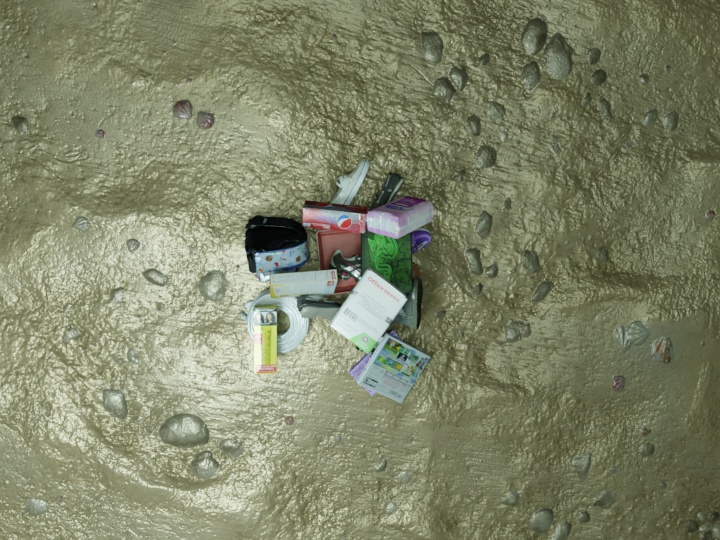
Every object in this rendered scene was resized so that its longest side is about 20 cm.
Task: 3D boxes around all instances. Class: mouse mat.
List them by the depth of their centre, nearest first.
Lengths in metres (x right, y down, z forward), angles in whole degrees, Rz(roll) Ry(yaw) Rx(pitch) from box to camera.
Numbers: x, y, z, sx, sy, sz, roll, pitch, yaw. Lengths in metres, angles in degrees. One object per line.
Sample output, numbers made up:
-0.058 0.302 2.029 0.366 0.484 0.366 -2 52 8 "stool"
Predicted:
0.078 -0.030 1.677 0.157 0.008 0.204 -1 76 4 "mouse mat"

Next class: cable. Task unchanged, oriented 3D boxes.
-0.255 0.156 1.727 0.198 0.069 0.202 -33 98 -2 "cable"

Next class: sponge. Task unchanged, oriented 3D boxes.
0.069 0.301 1.805 0.200 0.030 0.112 -44 98 -2 "sponge"

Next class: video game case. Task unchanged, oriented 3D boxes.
0.107 0.315 1.772 0.198 0.022 0.184 30 95 -31 "video game case"

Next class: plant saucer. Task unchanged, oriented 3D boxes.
-0.037 -0.035 1.752 0.196 0.037 0.204 -7 96 -14 "plant saucer"

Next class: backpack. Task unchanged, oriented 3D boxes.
-0.244 -0.063 1.657 0.187 0.201 0.156 -12 128 -3 "backpack"

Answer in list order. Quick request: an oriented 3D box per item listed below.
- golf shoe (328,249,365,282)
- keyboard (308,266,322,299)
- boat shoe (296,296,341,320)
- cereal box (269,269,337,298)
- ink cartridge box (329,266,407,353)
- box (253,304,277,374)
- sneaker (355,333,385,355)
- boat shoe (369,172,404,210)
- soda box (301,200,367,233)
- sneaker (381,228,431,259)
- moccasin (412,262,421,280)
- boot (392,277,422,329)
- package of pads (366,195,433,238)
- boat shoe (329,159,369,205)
0.000 0.000 1.708 0.196 0.077 0.090 16 85 -14 "golf shoe"
-0.135 0.051 1.767 0.056 0.011 0.202 31 90 -9 "keyboard"
-0.114 0.113 1.711 0.067 0.198 0.058 -44 56 29 "boat shoe"
-0.170 0.041 1.638 0.196 0.144 0.040 -4 72 -11 "cereal box"
0.024 0.114 1.619 0.144 0.084 0.201 36 97 -2 "ink cartridge box"
-0.287 0.207 1.670 0.074 0.050 0.204 1 98 -7 "box"
-0.001 0.205 1.730 0.198 0.074 0.088 32 99 -28 "sneaker"
0.066 -0.220 1.740 0.056 0.067 0.202 31 77 9 "boat shoe"
-0.077 -0.163 1.680 0.196 0.070 0.065 7 115 -2 "soda box"
0.143 -0.069 1.742 0.197 0.083 0.082 -21 118 -18 "sneaker"
0.165 0.077 1.774 0.072 0.078 0.206 5 94 -8 "moccasin"
0.091 0.096 1.728 0.196 0.072 0.186 12 110 22 "boot"
0.123 -0.163 1.677 0.199 0.119 0.077 -28 127 -45 "package of pads"
-0.043 -0.264 1.726 0.069 0.071 0.202 30 97 -11 "boat shoe"
